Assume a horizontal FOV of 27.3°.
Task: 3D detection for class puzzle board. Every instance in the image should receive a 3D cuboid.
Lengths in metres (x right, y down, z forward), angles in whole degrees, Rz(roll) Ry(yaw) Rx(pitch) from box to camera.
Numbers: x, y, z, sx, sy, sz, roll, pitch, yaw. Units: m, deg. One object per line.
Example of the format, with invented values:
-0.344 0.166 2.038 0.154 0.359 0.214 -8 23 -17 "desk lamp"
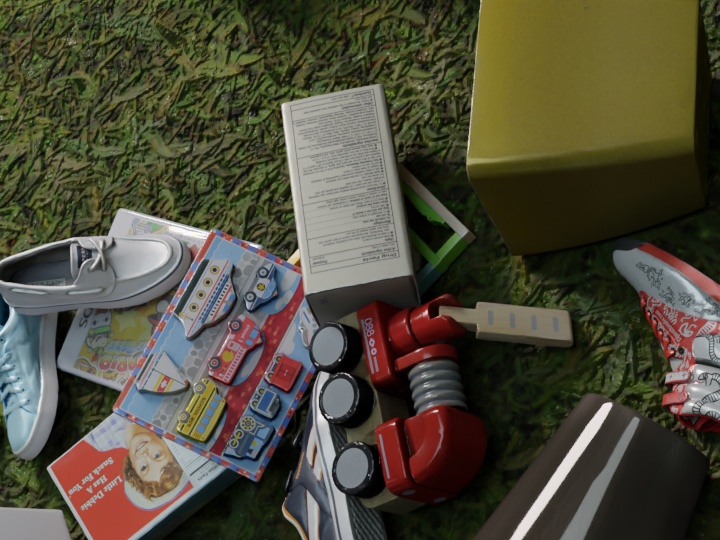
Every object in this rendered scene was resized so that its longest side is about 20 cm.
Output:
-0.116 0.074 1.362 0.150 0.017 0.201 25 69 7 "puzzle board"

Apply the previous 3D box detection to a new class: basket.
0.177 0.210 1.167 0.180 0.136 0.201 25 81 32 "basket"

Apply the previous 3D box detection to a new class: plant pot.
0.203 -0.136 1.257 0.175 0.200 0.201 1 71 18 "plant pot"

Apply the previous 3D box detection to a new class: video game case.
-0.204 0.040 1.510 0.199 0.023 0.183 15 79 33 "video game case"

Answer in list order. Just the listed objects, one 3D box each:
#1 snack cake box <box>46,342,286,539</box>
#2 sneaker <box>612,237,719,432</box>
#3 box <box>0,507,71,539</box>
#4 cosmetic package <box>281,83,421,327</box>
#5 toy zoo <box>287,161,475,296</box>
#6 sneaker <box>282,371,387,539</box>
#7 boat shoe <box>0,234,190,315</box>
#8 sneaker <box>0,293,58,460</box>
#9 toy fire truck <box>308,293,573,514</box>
-0.184 0.175 1.404 0.200 0.067 0.115 -38 74 11 "snack cake box"
0.263 0.059 1.212 0.201 0.067 0.108 35 87 32 "sneaker"
-0.372 0.335 1.337 0.200 0.198 0.172 -56 44 29 "box"
-0.008 -0.058 1.362 0.103 0.087 0.201 -9 64 5 "cosmetic package"
0.000 0.000 1.412 0.200 0.020 0.131 -47 56 6 "toy zoo"
-0.031 0.182 1.324 0.079 0.078 0.201 -27 53 31 "sneaker"
-0.272 0.000 1.490 0.199 0.065 0.074 -15 63 6 "boat shoe"
-0.363 0.098 1.532 0.074 0.082 0.201 -38 48 41 "sneaker"
0.079 0.100 1.283 0.199 0.128 0.177 -28 59 29 "toy fire truck"
